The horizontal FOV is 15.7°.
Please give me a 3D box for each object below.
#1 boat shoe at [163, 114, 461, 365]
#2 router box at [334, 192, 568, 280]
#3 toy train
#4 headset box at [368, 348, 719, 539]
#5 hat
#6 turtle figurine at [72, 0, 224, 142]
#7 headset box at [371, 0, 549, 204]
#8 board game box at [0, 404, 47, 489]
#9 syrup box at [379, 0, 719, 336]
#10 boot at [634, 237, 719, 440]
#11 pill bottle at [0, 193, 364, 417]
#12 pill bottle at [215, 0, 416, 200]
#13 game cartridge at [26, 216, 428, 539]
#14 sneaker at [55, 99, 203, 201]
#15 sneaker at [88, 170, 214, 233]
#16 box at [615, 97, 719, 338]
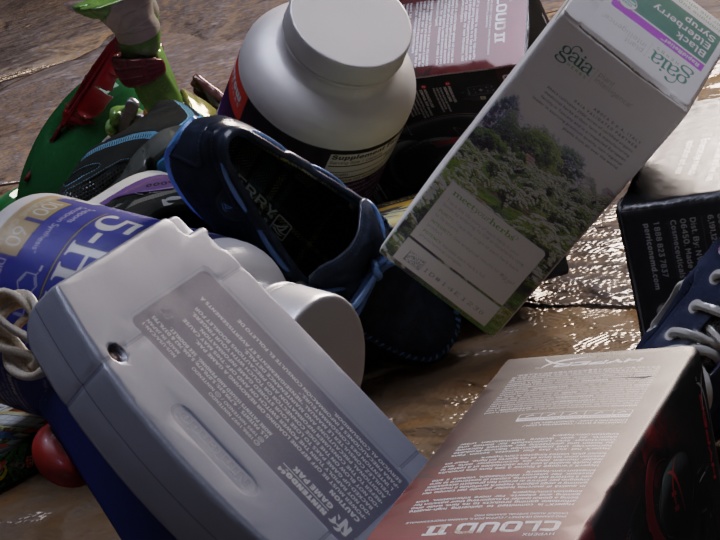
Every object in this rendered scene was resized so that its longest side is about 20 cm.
[{"bbox_3d":[-0.021,-0.008,1.409,0.069,0.200,0.084,1,62,62],"label":"boat shoe"},{"bbox_3d":[0.000,0.000,1.542,0.200,0.052,0.157,-17,10,-18],"label":"router box"},{"bbox_3d":[-0.094,0.056,1.221,0.116,0.200,0.085,-13,-28,-48],"label":"toy train"},{"bbox_3d":[0.067,0.129,0.856,0.075,0.149,0.200,-5,16,21],"label":"headset box"},{"bbox_3d":[-0.206,-0.143,1.991,0.200,0.176,0.166,-4,17,25],"label":"hat"},{"bbox_3d":[-0.166,-0.091,1.761,0.200,0.194,0.144,-5,18,32],"label":"turtle figurine"},{"bbox_3d":[0.057,-0.114,1.741,0.200,0.149,0.075,-7,57,19],"label":"headset box"},{"bbox_3d":[-0.186,0.082,1.476,0.105,0.024,0.200,-1,18,39],"label":"board game box"},{"bbox_3d":[0.098,-0.065,1.334,0.200,0.079,0.081,-52,1,42],"label":"syrup box"},{"bbox_3d":[0.168,0.030,1.167,0.073,0.200,0.090,39,40,12],"label":"boot"},{"bbox_3d":[-0.104,0.035,1.376,0.200,0.120,0.120,14,27,31],"label":"pill bottle"},{"bbox_3d":[-0.034,-0.090,1.627,0.112,0.200,0.113,10,50,-12],"label":"pill bottle"},{"bbox_3d":[-0.051,0.071,1.144,0.041,0.200,0.133,-47,-6,29],"label":"game cartridge"},{"bbox_3d":[-0.166,-0.026,1.634,0.200,0.073,0.082,-37,33,10],"label":"sneaker"},{"bbox_3d":[-0.160,0.001,1.503,0.200,0.076,0.088,-36,20,-25],"label":"sneaker"},{"bbox_3d":[0.249,-0.021,1.344,0.200,0.118,0.197,-8,17,16],"label":"box"}]
